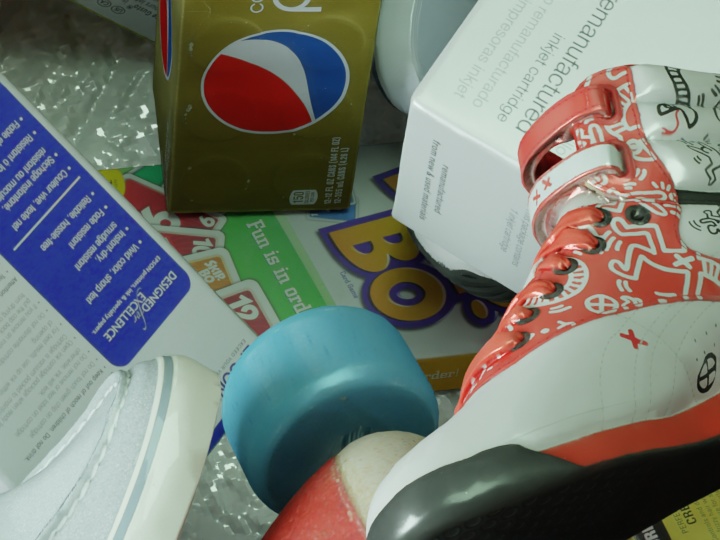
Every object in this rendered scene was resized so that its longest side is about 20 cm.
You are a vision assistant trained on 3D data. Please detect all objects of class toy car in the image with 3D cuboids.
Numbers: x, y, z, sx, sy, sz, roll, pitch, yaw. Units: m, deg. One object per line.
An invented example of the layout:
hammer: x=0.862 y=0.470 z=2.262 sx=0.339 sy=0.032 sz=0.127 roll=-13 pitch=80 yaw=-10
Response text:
toy car: x=-0.019 y=0.152 z=0.712 sx=0.199 sy=0.177 sz=0.185 roll=-34 pitch=48 yaw=4

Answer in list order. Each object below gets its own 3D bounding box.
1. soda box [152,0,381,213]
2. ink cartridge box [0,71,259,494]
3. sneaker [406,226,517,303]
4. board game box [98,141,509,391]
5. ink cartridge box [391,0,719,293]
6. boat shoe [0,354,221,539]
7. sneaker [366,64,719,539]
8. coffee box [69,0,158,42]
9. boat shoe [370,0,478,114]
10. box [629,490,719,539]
soda box: x=-0.029 y=-0.107 z=0.809 sx=0.067 sy=0.201 sz=0.064 roll=-2 pitch=50 yaw=-9
ink cartridge box: x=-0.122 y=-0.009 z=0.724 sx=0.200 sy=0.037 sz=0.095 roll=45 pitch=57 yaw=-10
sneaker: x=0.094 y=-0.055 z=0.868 sx=0.200 sy=0.077 sz=0.076 roll=-30 pitch=71 yaw=-35
board game box: x=0.000 y=0.000 z=0.875 sx=0.199 sy=0.030 sz=0.096 roll=-5 pitch=55 yaw=-14
ink cartridge box: x=0.132 y=-0.037 z=0.779 sx=0.199 sy=0.084 sz=0.145 roll=31 pitch=66 yaw=10
boat shoe: x=-0.111 y=0.102 z=0.669 sx=0.071 sy=0.070 sz=0.201 roll=30 pitch=97 yaw=-15
sneaker: x=0.058 y=0.010 z=0.651 sx=0.201 sy=0.067 sz=0.108 roll=-19 pitch=65 yaw=-35
coffee box: x=-0.078 y=-0.233 z=0.867 sx=0.199 sy=0.197 sz=0.201 roll=24 pitch=46 yaw=-42
boat shoe: x=0.030 y=-0.123 z=0.922 sx=0.065 sy=0.074 sz=0.200 roll=-8 pitch=36 yaw=28
box: x=0.166 y=0.072 z=0.817 sx=0.199 sy=0.075 sz=0.050 roll=-16 pitch=61 yaw=-19
